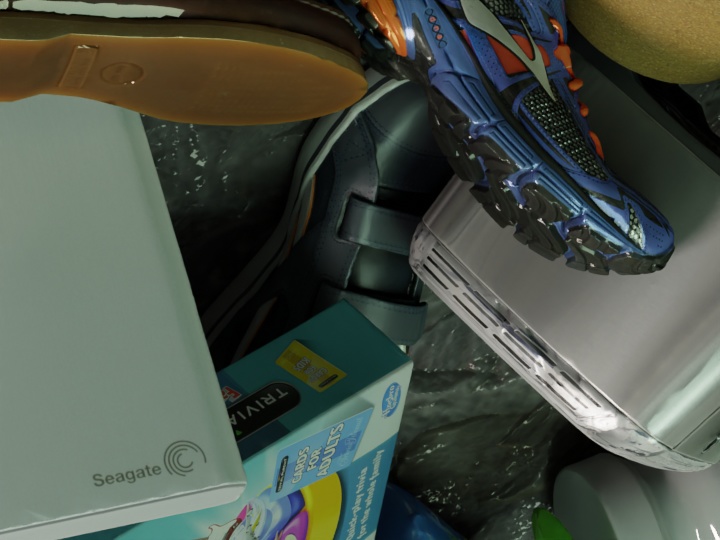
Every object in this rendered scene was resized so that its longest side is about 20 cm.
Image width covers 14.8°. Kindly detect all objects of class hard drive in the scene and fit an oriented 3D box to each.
[{"bbox_3d":[-0.131,0.002,1.026,0.131,0.201,0.027,-10,161,-22],"label":"hard drive"}]

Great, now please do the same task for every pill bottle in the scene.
[{"bbox_3d":[0.209,0.119,1.424,0.199,0.116,0.116,-16,140,-16],"label":"pill bottle"}]

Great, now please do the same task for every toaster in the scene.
[{"bbox_3d":[0.111,-0.010,1.142,0.129,0.200,0.114,-50,156,8],"label":"toaster"}]

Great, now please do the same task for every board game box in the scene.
[{"bbox_3d":[-0.074,0.118,1.130,0.200,0.047,0.151,-30,147,-33],"label":"board game box"}]

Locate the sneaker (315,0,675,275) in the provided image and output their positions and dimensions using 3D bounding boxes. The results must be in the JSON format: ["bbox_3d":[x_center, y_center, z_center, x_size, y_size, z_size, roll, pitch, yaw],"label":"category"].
[{"bbox_3d":[0.058,-0.082,1.068,0.078,0.200,0.075,-38,175,-9],"label":"sneaker"}]

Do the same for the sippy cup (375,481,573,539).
[{"bbox_3d":[0.014,0.174,1.367,0.178,0.139,0.130,-49,132,-12],"label":"sippy cup"}]

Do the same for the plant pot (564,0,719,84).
[{"bbox_3d":[0.150,-0.169,1.048,0.186,0.187,0.200,-5,149,-27],"label":"plant pot"}]

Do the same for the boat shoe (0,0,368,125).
[{"bbox_3d":[-0.090,-0.099,1.029,0.199,0.071,0.070,6,153,-29],"label":"boat shoe"}]

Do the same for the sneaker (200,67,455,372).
[{"bbox_3d":[0.000,0.000,1.199,0.078,0.080,0.200,9,127,-36],"label":"sneaker"}]
